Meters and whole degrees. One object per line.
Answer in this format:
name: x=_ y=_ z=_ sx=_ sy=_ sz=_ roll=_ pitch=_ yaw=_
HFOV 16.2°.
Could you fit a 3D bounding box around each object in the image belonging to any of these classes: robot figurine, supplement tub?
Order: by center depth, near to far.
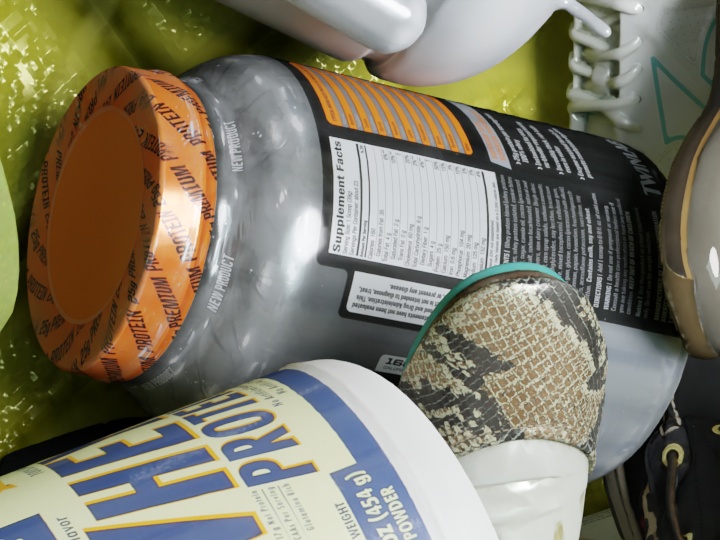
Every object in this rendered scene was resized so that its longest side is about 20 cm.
supplement tub: x=-0.066 y=0.121 z=0.700 sx=0.199 sy=0.145 sz=0.146 roll=-20 pitch=102 yaw=-22
robot figurine: x=-0.009 y=-0.131 z=0.807 sx=0.199 sy=0.113 sz=0.170 roll=25 pitch=37 yaw=-14
supplement tub: x=0.000 y=0.000 z=0.826 sx=0.199 sy=0.122 sz=0.124 roll=11 pitch=86 yaw=-30

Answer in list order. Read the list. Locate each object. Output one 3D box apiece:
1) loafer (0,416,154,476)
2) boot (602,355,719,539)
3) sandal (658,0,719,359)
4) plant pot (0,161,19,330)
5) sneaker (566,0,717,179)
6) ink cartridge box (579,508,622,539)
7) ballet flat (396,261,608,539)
loafer: x=-0.128 y=0.107 z=0.786 sx=0.199 sy=0.073 sz=0.073 roll=-16 pitch=105 yaw=-28
boot: x=0.146 y=0.065 z=0.812 sx=0.073 sy=0.151 sz=0.201 roll=21 pitch=47 yaw=-20
sandal: x=0.147 y=-0.058 z=0.837 sx=0.082 sy=0.054 sz=0.201 roll=59 pitch=42 yaw=-40
plant pot: x=-0.200 y=0.006 z=0.686 sx=0.189 sy=0.199 sz=0.201 roll=-27 pitch=105 yaw=-39
sneaker: x=0.107 y=-0.074 z=0.905 sx=0.080 sy=0.070 sz=0.201 roll=-38 pitch=123 yaw=-14
ink cartridge box: x=0.158 y=0.159 z=0.954 sx=0.199 sy=0.075 sz=0.166 roll=-15 pitch=98 yaw=-29
ballet flat: x=0.034 y=0.077 z=0.766 sx=0.067 sy=0.200 sz=0.076 roll=-1 pitch=60 yaw=-15
